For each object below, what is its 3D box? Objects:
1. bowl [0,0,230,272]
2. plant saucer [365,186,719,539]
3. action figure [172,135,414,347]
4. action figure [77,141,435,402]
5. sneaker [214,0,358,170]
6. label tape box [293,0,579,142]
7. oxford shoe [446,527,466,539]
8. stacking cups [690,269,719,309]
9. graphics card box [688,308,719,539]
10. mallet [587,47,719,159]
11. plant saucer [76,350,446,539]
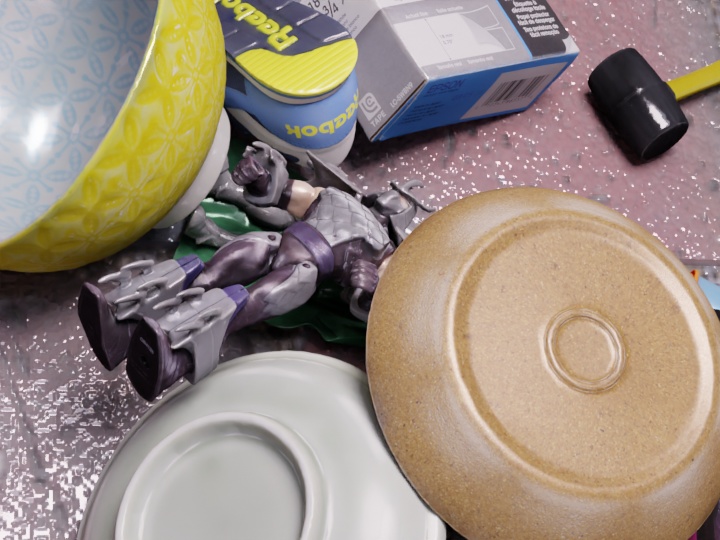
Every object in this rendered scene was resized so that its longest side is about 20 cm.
[{"bbox_3d":[-0.132,-0.080,0.855,0.107,0.199,0.202,30,53,-40],"label":"bowl"},{"bbox_3d":[0.102,0.044,0.777,0.198,0.035,0.202,8,64,-16],"label":"plant saucer"},{"bbox_3d":[0.000,0.000,0.906,0.198,0.055,0.119,23,57,-8],"label":"action figure"},{"bbox_3d":[-0.039,-0.003,0.817,0.199,0.070,0.130,-28,49,-31],"label":"action figure"},{"bbox_3d":[-0.069,-0.125,0.929,0.074,0.083,0.200,-31,48,-15],"label":"sneaker"},{"bbox_3d":[0.020,-0.184,0.972,0.144,0.063,0.201,-16,69,-44],"label":"label tape box"},{"bbox_3d":[0.071,0.147,0.850,0.057,0.075,0.201,13,61,37],"label":"oxford shoe"},{"bbox_3d":[0.200,0.036,0.943,0.199,0.061,0.061,26,60,3],"label":"stacking cups"},{"bbox_3d":[0.139,0.126,0.840,0.051,0.126,0.200,11,47,42],"label":"graphics card box"},{"bbox_3d":[0.230,-0.137,1.050,0.199,0.041,0.066,-30,73,-31],"label":"mallet"},{"bbox_3d":[-0.059,0.124,0.765,0.198,0.050,0.202,-11,60,19],"label":"plant saucer"}]
